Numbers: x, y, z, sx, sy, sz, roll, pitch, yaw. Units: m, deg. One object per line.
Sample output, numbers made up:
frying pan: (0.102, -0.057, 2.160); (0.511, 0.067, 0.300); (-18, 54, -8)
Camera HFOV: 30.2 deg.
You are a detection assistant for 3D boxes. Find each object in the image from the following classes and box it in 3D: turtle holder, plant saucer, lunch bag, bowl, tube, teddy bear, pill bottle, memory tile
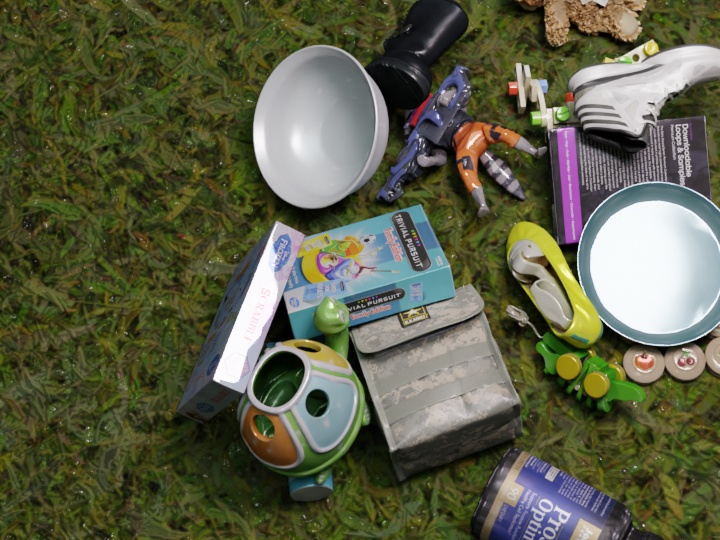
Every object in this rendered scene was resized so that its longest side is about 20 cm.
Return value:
turtle holder: (-0.057, 0.136, 1.497); (0.185, 0.132, 0.141); (-38, 56, -6)
plant saucer: (0.359, -0.006, 1.607); (0.197, 0.027, 0.203); (0, 76, 1)
lunch bag: (0.084, 0.115, 1.560); (0.162, 0.118, 0.202); (-19, 58, -2)
bowl: (-0.035, -0.178, 1.694); (0.199, 0.090, 0.204); (-1, 88, 35)
tube: (-0.068, 0.170, 1.584); (0.076, 0.051, 0.202); (-9, 62, 4)
teddy bear: (0.290, -0.366, 1.798); (0.197, 0.067, 0.147); (-1, 74, -3)
pill bottle: (0.230, 0.288, 1.470); (0.198, 0.112, 0.113); (26, 70, 16)
memory tile: (0.409, 0.060, 1.614); (0.197, 0.017, 0.155); (-4, 65, 3)

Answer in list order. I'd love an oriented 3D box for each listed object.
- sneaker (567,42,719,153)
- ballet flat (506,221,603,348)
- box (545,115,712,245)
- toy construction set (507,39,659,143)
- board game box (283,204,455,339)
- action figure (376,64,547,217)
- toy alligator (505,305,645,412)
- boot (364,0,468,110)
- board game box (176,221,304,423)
sneaker: (0.359, -0.199, 1.616); (0.198, 0.076, 0.117); (-11, 65, 5)
ballet flat: (0.219, 0.011, 1.598); (0.066, 0.067, 0.201); (6, 40, -40)
box: (0.334, -0.111, 1.655); (0.197, 0.036, 0.145); (-4, 90, 1)
toy construction set: (0.287, -0.222, 1.709); (0.197, 0.092, 0.133); (-3, 89, 11)
board game box: (0.000, 0.000, 1.616); (0.198, 0.047, 0.152); (-16, 34, -3)
action figure: (0.116, -0.146, 1.707); (0.193, 0.104, 0.201); (45, 103, 28)
toy alligator: (0.246, 0.115, 1.585); (0.199, 0.059, 0.055); (33, 115, 24)
boot: (0.077, -0.286, 1.711); (0.076, 0.200, 0.168); (46, 76, -16)
board game box: (-0.142, 0.065, 1.554); (0.041, 0.200, 0.201); (25, 68, -11)
